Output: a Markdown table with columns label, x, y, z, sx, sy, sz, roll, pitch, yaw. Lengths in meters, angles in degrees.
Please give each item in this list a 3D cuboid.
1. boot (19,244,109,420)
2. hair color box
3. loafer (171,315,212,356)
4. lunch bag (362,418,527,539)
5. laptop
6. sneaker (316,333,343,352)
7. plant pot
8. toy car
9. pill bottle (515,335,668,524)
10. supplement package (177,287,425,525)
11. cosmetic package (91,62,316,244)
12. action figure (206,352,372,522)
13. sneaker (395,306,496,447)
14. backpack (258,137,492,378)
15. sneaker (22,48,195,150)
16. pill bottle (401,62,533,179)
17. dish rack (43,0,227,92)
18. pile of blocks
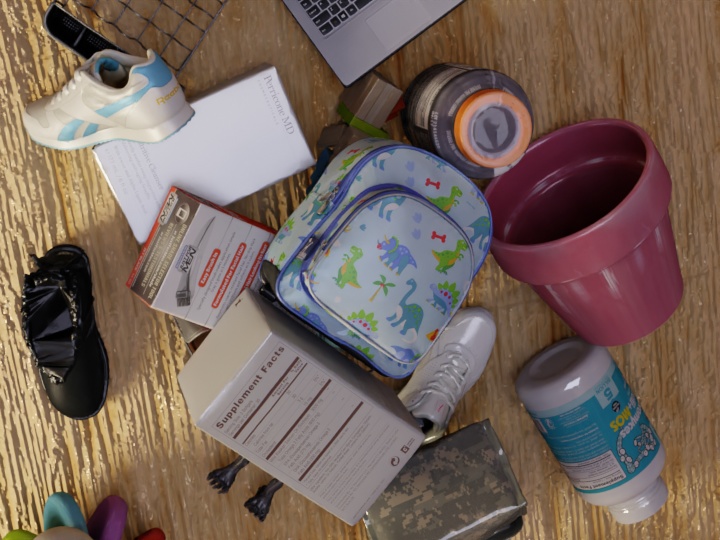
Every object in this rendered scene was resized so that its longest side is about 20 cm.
| label | x | y | z | sx | sy | sz | roll | pitch | yaw |
| --- | --- | --- | --- | --- | --- | --- | --- | --- | --- |
| boot | -0.292 | 0.072 | 1.336 | 0.073 | 0.163 | 0.200 | -4 | 102 | -7 |
| hair color box | -0.120 | 0.005 | 1.339 | 0.199 | 0.064 | 0.112 | 24 | 95 | -42 |
| loafer | -0.158 | 0.052 | 1.401 | 0.072 | 0.072 | 0.201 | -26 | 103 | -1 |
| lunch bag | 0.086 | 0.251 | 1.426 | 0.163 | 0.200 | 0.118 | -24 | 73 | -1 |
| laptop | 0.000 | -0.323 | 1.322 | 0.187 | 0.116 | 0.201 | -36 | 85 | 0 |
| sneaker | 0.000 | 0.000 | 1.404 | 0.079 | 0.096 | 0.201 | 24 | 97 | -14 |
| plant pot | 0.244 | -0.027 | 1.403 | 0.199 | 0.200 | 0.180 | -35 | 121 | -1 |
| toy car | -0.275 | 0.310 | 1.406 | 0.199 | 0.175 | 0.151 | 37 | 59 | -14 |
| pill bottle | 0.262 | 0.179 | 1.479 | 0.110 | 0.111 | 0.201 | -33 | 106 | -1 |
| supplement package | -0.058 | 0.130 | 1.295 | 0.199 | 0.117 | 0.118 | 37 | 96 | -24 |
| cosmetic package | -0.156 | -0.120 | 1.361 | 0.199 | 0.081 | 0.114 | -26 | 103 | -2 |
| action figure | -0.064 | 0.175 | 1.429 | 0.119 | 0.102 | 0.200 | 41 | 95 | -10 |
| sneaker | 0.085 | 0.131 | 1.444 | 0.078 | 0.099 | 0.201 | 34 | 94 | -14 |
| backpack | 0.028 | -0.018 | 1.282 | 0.182 | 0.147 | 0.201 | 35 | 84 | -20 |
| sneaker | -0.251 | -0.168 | 1.297 | 0.198 | 0.077 | 0.081 | -2 | 127 | 32 |
| pill bottle | 0.109 | -0.148 | 1.338 | 0.105 | 0.200 | 0.107 | -2 | 102 | -9 |
| dish rack | -0.200 | -0.282 | 1.333 | 0.153 | 0.055 | 0.201 | 33 | 96 | -15 |
| pile of blocks | -0.005 | -0.111 | 1.390 | 0.062 | 0.082 | 0.202 | 25 | 82 | -28 |
